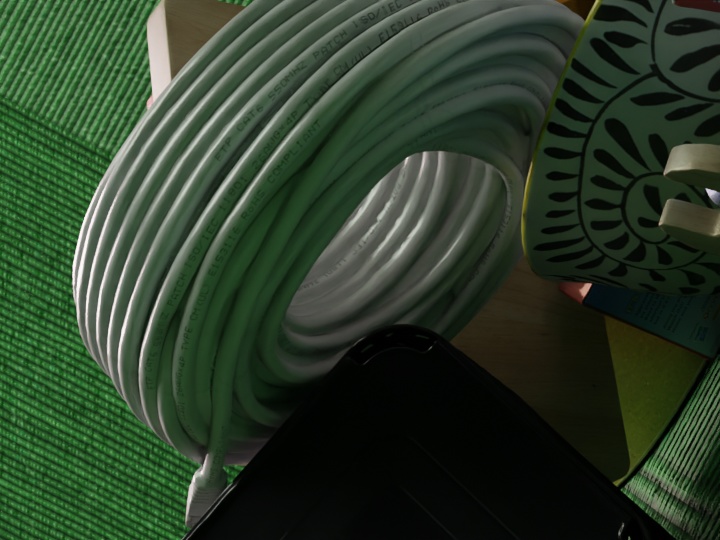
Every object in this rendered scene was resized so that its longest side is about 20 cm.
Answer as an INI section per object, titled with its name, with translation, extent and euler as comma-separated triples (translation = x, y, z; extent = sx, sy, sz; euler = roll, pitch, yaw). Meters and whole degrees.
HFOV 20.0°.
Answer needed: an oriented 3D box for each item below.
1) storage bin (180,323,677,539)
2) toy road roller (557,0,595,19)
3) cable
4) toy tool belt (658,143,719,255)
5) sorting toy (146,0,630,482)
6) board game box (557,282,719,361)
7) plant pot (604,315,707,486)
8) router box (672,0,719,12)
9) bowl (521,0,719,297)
[storage bin]
translation = 0.006, 0.135, 0.702
extent = 0.200, 0.135, 0.094
euler = -49, -25, 3
[toy road roller]
translation = 0.129, -0.164, 0.939
extent = 0.123, 0.146, 0.200
euler = -29, 19, -20
[cable]
translation = -0.006, -0.022, 0.700
extent = 0.200, 0.069, 0.200
euler = -37, -27, -20
[toy tool belt]
translation = 0.145, -0.046, 0.579
extent = 0.200, 0.123, 0.125
euler = -61, 1, 41
[sorting toy]
translation = 0.000, 0.000, 0.867
extent = 0.070, 0.200, 0.199
euler = -39, 51, 50
[board game box]
translation = 0.167, -0.063, 0.876
extent = 0.019, 0.103, 0.200
euler = 34, 98, 44
[plant pot]
translation = 0.074, -0.016, 1.017
extent = 0.187, 0.200, 0.187
euler = -62, 2, 3
[router box]
translation = 0.139, -0.206, 0.608
extent = 0.180, 0.049, 0.200
euler = 104, 173, -51
[bowl]
translation = 0.152, -0.062, 0.736
extent = 0.201, 0.094, 0.201
euler = -47, -24, -28
